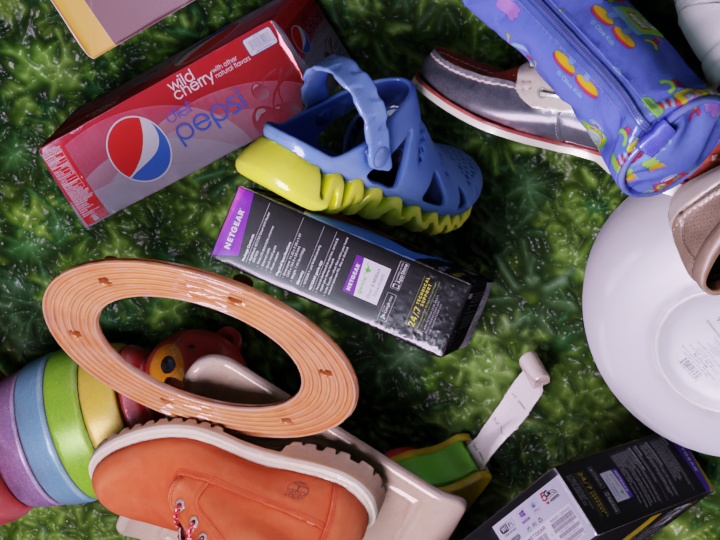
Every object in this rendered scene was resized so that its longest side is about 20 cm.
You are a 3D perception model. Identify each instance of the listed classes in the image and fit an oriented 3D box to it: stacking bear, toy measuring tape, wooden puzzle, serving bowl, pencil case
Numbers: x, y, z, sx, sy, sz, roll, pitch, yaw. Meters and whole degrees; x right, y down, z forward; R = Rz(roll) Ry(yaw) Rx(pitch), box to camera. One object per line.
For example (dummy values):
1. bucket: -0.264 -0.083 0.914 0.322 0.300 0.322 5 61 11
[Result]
1. stacking bear: -0.169 0.096 1.615 0.199 0.122 0.114 -17 147 15
2. toy measuring tape: 0.050 0.128 1.570 0.073 0.074 0.200 34 125 0
3. wooden puzzle: -0.047 0.158 1.572 0.199 0.037 0.185 29 130 2
4. serving bowl: 0.228 0.036 1.467 0.199 0.066 0.201 9 119 16
5. pencil case: 0.123 -0.133 1.359 0.078 0.087 0.200 -47 66 19

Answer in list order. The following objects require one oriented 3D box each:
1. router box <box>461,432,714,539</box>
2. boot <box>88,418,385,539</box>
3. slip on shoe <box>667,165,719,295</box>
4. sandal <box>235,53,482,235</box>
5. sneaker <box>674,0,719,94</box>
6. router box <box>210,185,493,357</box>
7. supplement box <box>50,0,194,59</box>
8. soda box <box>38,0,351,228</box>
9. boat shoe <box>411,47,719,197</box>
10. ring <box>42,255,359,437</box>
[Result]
1. router box: 0.111 0.185 1.530 0.200 0.157 0.052 -42 72 31
2. boot: -0.095 0.158 1.497 0.199 0.108 0.075 6 138 23
3. slip on shoe: 0.264 -0.055 1.346 0.199 0.061 0.076 -29 129 23
4. sandal: 0.015 -0.075 1.421 0.079 0.200 0.087 30 102 31
5. sneaker: 0.262 -0.184 1.332 0.199 0.075 0.100 -33 68 14
6. router box: 0.000 0.000 1.451 0.148 0.200 0.051 23 93 6
7. supplement box: -0.115 -0.269 1.388 0.199 0.133 0.198 -26 106 28
8. soda box: -0.106 -0.104 1.508 0.199 0.070 0.064 -25 107 28
9. boat shoe: 0.129 -0.101 1.427 0.199 0.071 0.063 20 110 14
10. ring: -0.095 0.044 1.438 0.199 0.019 0.201 14 150 8
